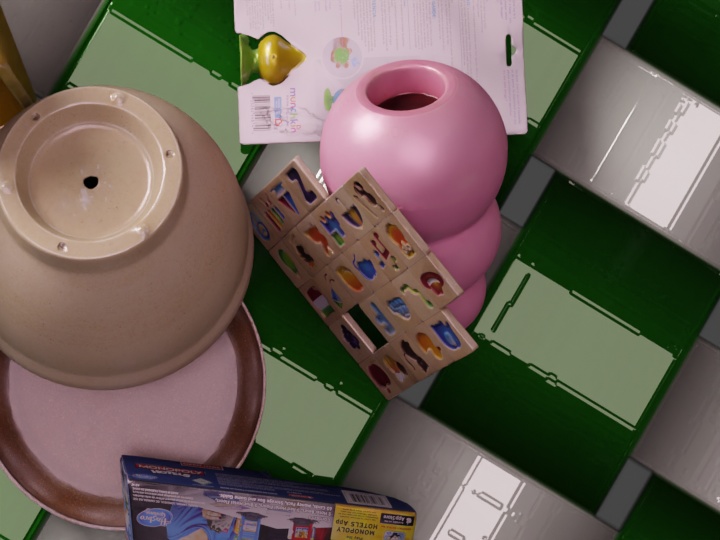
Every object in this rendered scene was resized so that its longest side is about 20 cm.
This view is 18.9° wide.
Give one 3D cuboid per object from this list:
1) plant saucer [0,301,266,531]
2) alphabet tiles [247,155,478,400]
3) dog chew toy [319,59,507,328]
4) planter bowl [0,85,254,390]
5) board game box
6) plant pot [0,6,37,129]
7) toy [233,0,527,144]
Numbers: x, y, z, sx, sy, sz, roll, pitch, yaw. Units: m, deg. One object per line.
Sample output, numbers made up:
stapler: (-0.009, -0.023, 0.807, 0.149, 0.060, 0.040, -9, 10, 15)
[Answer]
plant saucer: (-0.164, 0.076, 1.482, 0.198, 0.032, 0.202, 0, 89, -4)
alphabet tiles: (0.000, 0.000, 1.413, 0.008, 0.200, 0.168, -39, 91, -24)
dog chew toy: (0.041, -0.038, 1.435, 0.123, 0.125, 0.201, -11, 128, -3)
planter bowl: (-0.169, -0.038, 1.404, 0.198, 0.135, 0.202, 1, 69, -2)
board game box: (-0.078, 0.240, 1.459, 0.198, 0.062, 0.202, 8, 100, -12)
plant pot: (-0.335, -0.182, 1.406, 0.194, 0.194, 0.202, -16, 85, -3)
toy: (0.012, -0.147, 1.487, 0.198, 0.047, 0.116, -2, 91, -9)
